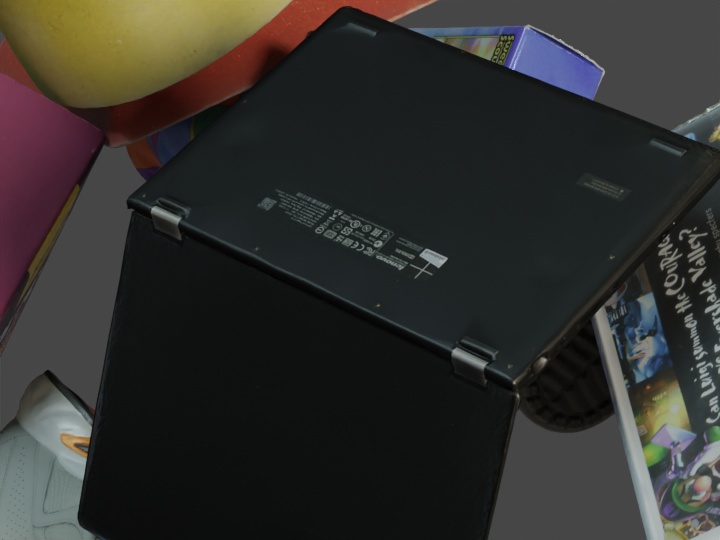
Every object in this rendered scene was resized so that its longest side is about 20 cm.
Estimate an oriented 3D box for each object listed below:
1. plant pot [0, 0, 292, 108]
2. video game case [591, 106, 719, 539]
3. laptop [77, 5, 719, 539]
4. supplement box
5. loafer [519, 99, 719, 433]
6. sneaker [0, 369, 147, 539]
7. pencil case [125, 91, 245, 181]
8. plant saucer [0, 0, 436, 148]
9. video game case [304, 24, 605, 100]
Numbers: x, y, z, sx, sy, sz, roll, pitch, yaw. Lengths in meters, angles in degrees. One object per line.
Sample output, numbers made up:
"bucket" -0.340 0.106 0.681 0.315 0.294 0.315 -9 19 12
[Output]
"plant pot" -0.109 -0.193 1.166 0.199 0.142 0.201 -27 35 21
"video game case" 0.167 0.001 0.925 0.181 0.023 0.201 -27 40 15
"laptop" 0.010 0.027 0.978 0.187 0.116 0.200 25 57 34
"supplement box" -0.209 0.014 1.199 0.200 0.103 0.131 -58 5 47
"loafer" 0.127 -0.021 1.053 0.200 0.076 0.068 -38 36 -7
"sneaker" -0.119 0.119 1.098 0.092 0.076 0.200 -46 26 -2
"pencil case" -0.031 -0.065 1.262 0.088 0.089 0.200 -46 32 -22
"plant saucer" -0.071 -0.128 1.281 0.199 0.037 0.199 -27 21 -18
"video game case" 0.000 0.000 1.073 0.181 0.045 0.201 8 74 62
